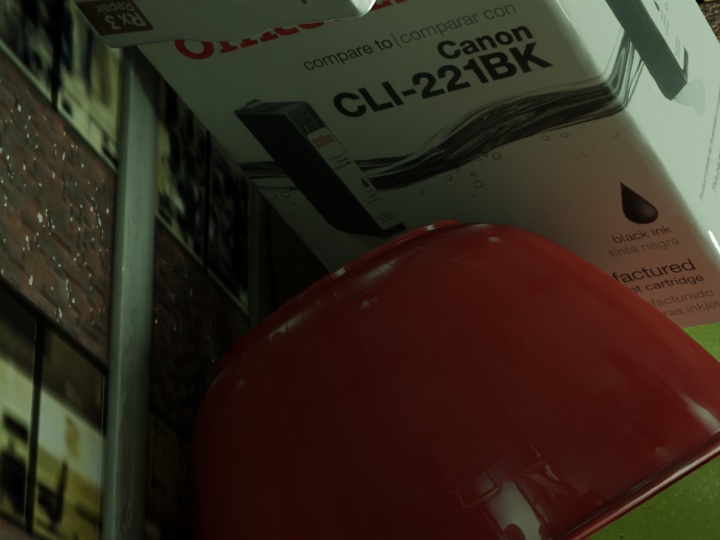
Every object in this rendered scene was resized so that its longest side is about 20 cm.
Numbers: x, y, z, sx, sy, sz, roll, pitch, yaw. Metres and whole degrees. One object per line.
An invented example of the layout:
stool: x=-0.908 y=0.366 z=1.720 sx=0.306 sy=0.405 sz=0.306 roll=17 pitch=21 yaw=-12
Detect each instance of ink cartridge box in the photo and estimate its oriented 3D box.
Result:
ink cartridge box: x=0.036 y=-0.064 z=0.641 sx=0.200 sy=0.143 sz=0.084 roll=51 pitch=42 yaw=-37

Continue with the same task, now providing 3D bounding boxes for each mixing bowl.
mixing bowl: x=0.020 y=0.055 z=0.602 sx=0.109 sy=0.200 sz=0.200 roll=57 pitch=11 yaw=10

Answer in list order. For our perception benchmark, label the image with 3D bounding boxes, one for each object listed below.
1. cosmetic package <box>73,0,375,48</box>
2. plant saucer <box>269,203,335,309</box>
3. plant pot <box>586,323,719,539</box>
cosmetic package: x=-0.014 y=-0.162 z=0.554 sx=0.074 sy=0.101 sz=0.201 roll=54 pitch=48 yaw=-35
plant saucer: x=0.000 y=0.000 z=0.789 sx=0.200 sy=0.035 sz=0.202 roll=-6 pitch=90 yaw=-75
plant pot: x=0.149 y=0.070 z=0.801 sx=0.187 sy=0.198 sz=0.189 roll=-164 pitch=-90 yaw=-86
